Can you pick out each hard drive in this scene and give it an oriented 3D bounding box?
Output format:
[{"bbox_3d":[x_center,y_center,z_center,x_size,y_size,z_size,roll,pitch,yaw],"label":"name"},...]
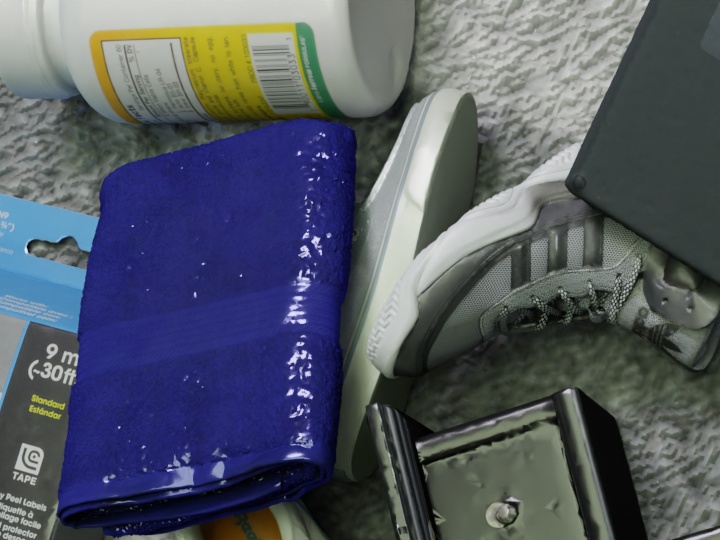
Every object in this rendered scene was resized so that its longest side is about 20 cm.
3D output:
[{"bbox_3d":[0.188,-0.085,1.295,0.139,0.033,0.200,33,119,16],"label":"hard drive"}]

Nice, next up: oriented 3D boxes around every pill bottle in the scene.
[{"bbox_3d":[-0.082,-0.131,1.488,0.200,0.113,0.113,-1,76,20],"label":"pill bottle"}]

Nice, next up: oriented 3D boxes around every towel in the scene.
[{"bbox_3d":[-0.068,0.028,1.414,0.147,0.050,0.200,-12,55,24],"label":"towel"}]

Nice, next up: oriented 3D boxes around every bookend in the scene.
[{"bbox_3d":[0.128,0.135,1.353,0.200,0.092,0.199,-18,71,14],"label":"bookend"}]

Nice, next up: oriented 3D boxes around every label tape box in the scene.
[{"bbox_3d":[-0.187,0.057,1.504,0.144,0.063,0.200,14,82,22],"label":"label tape box"}]

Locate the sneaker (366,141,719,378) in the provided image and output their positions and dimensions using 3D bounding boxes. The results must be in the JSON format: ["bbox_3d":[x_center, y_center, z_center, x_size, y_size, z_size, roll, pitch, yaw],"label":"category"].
[{"bbox_3d":[0.107,0.011,1.383,0.200,0.076,0.114,-35,69,-13],"label":"sneaker"}]

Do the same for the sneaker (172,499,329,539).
[{"bbox_3d":[-0.025,0.171,1.407,0.077,0.081,0.200,-45,67,3],"label":"sneaker"}]

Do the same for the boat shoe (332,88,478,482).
[{"bbox_3d":[0.000,0.001,1.446,0.071,0.070,0.201,17,85,20],"label":"boat shoe"}]
